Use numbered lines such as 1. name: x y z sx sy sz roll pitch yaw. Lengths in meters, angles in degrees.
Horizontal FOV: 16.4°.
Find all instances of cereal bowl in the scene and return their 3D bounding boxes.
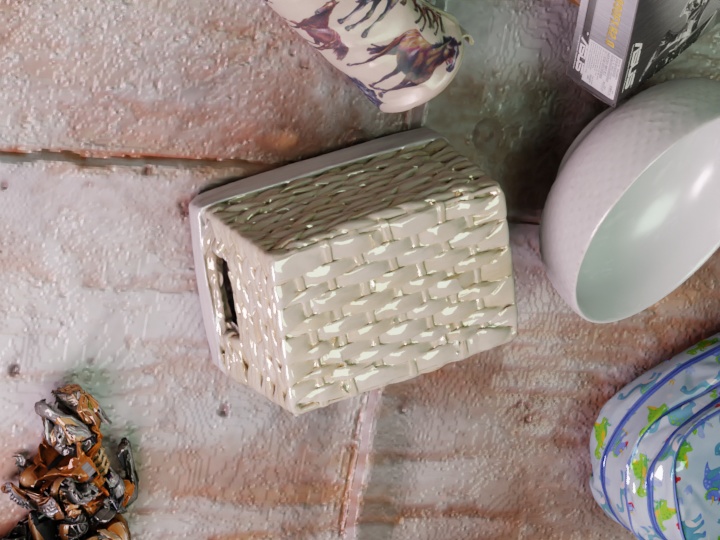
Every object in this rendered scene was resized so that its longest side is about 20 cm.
1. cereal bowl: 0.203 -0.062 1.808 0.199 0.083 0.201 -32 149 -22

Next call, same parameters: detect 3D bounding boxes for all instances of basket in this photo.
1. basket: 0.000 0.000 1.716 0.199 0.123 0.136 -18 115 -23

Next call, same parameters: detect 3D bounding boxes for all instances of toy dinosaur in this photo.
1. toy dinosaur: -0.198 0.183 1.694 0.135 0.102 0.201 -23 95 -38

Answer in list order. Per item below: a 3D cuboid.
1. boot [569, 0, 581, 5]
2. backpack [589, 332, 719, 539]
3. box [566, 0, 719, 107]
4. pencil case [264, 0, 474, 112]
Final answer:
1. boot: 0.131 -0.292 1.714 0.200 0.074 0.155 30 92 -44
2. backpack: 0.271 0.133 1.910 0.199 0.154 0.164 -12 119 -11
3. box: 0.221 -0.231 1.727 0.158 0.048 0.201 -37 151 -33
4. pencil case: -0.012 -0.192 1.672 0.089 0.078 0.200 -40 122 12
